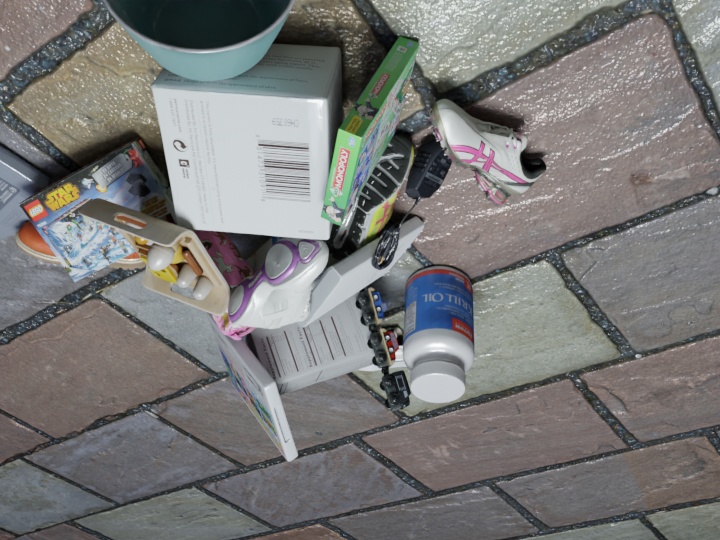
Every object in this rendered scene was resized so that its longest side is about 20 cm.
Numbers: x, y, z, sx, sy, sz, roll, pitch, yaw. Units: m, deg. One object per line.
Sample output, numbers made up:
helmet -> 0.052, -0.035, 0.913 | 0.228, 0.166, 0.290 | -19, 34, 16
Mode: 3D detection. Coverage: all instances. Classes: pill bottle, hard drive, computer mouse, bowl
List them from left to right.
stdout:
bowl -> -0.164, -0.282, 0.790 | 0.200, 0.201, 0.105 | 8, 160, -3
hard drive -> 0.000, 0.000, 1.092 | 0.027, 0.200, 0.132 | 48, 135, 10
computer mouse -> 0.064, -0.092, 1.015 | 0.200, 0.034, 0.059 | -60, 150, 7
pill bottle -> 0.123, 0.101, 1.174 | 0.112, 0.200, 0.112 | 3, 140, 2

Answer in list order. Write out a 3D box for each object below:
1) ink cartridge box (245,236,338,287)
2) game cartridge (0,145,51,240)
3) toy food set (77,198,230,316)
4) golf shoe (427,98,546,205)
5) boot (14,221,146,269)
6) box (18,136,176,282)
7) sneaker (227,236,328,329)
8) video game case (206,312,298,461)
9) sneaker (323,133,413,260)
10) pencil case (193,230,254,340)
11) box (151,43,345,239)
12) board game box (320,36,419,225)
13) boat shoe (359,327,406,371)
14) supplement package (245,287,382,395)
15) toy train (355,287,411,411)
ink cartridge box -> -0.123, 0.015, 1.179 | 0.116, 0.067, 0.200 | 14, 142, -40
game cartridge -> -0.559, -0.113, 1.124 | 0.200, 0.041, 0.133 | -28, 126, 33
toy food set -> -0.269, -0.010, 0.991 | 0.143, 0.060, 0.200 | 18, 155, 19
golf shoe -> 0.162, -0.166, 0.964 | 0.092, 0.073, 0.200 | -30, 139, 26
boot -> -0.421, -0.065, 1.141 | 0.200, 0.075, 0.107 | 4, 137, -14
box -> -0.363, -0.084, 1.069 | 0.200, 0.040, 0.137 | -24, 111, 14
sneaker -> -0.092, 0.018, 0.991 | 0.100, 0.075, 0.200 | 20, 141, -32
video game case -> -0.169, 0.177, 1.168 | 0.024, 0.200, 0.182 | -29, 135, -20
sneaker -> 0.018, -0.108, 1.051 | 0.078, 0.090, 0.200 | 42, 120, 15
pencil case -> -0.213, 0.005, 1.109 | 0.200, 0.083, 0.087 | 51, 125, 15
box -> -0.126, -0.159, 0.910 | 0.200, 0.131, 0.199 | 5, 130, 5
board game box -> 0.013, -0.165, 0.877 | 0.029, 0.200, 0.135 | 22, 139, 7
boat shoe -> 0.058, 0.133, 1.332 | 0.200, 0.071, 0.070 | -2, 112, 14
supplement package -> -0.074, 0.117, 1.206 | 0.200, 0.110, 0.114 | -16, 162, -17
toy train -> 0.037, 0.115, 1.147 | 0.046, 0.200, 0.034 | -11, 161, -17
